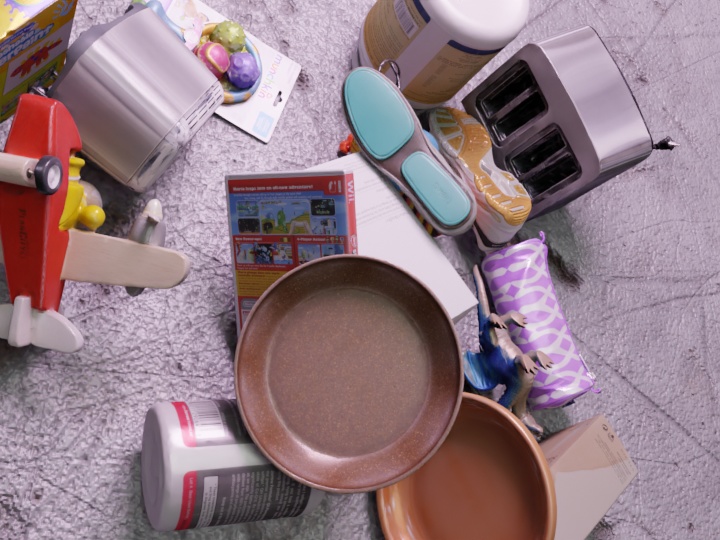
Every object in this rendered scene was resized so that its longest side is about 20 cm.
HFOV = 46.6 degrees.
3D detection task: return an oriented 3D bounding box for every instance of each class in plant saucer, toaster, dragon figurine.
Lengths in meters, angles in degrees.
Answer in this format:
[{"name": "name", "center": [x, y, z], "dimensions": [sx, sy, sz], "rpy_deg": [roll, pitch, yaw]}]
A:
[{"name": "plant saucer", "center": [-0.010, 0.089, 0.728], "dimensions": [0.197, 0.037, 0.203], "rpy_deg": [0, 83, -3]}, {"name": "toaster", "center": [-0.216, -0.163, 0.797], "dimensions": [0.129, 0.114, 0.201], "rpy_deg": [41, 26, -14]}, {"name": "dragon figurine", "center": [0.148, 0.098, 0.935], "dimensions": [0.058, 0.100, 0.201], "rpy_deg": [-11, 61, -46]}, {"name": "toaster", "center": [0.239, -0.175, 1.006], "dimensions": [0.118, 0.200, 0.183], "rpy_deg": [-24, 85, -35]}, {"name": "plant saucer", "center": [0.101, 0.218, 0.800], "dimensions": [0.037, 0.199, 0.203], "rpy_deg": [8, 68, -49]}]

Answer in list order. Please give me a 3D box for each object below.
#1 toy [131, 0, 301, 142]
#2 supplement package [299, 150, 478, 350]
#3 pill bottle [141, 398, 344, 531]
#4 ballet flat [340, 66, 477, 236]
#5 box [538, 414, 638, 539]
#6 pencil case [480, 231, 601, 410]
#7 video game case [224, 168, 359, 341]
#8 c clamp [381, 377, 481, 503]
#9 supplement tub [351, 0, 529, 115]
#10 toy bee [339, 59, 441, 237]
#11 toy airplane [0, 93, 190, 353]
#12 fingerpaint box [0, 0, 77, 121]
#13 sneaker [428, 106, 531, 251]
[{"name": "toy", "center": [-0.162, -0.242, 0.915], "dimensions": [0.198, 0.047, 0.116], "rpy_deg": [28, 65, -15]}, {"name": "supplement package", "center": [0.000, 0.000, 0.846], "dimensions": [0.116, 0.117, 0.201], "rpy_deg": [-24, 74, -44]}, {"name": "pill bottle", "center": [-0.095, 0.173, 0.773], "dimensions": [0.198, 0.111, 0.112], "rpy_deg": [1, 73, -26]}, {"name": "ballet flat", "center": [0.046, -0.117, 0.858], "dimensions": [0.067, 0.064, 0.201], "rpy_deg": [-36, 84, 0]}, {"name": "box", "center": [0.201, 0.241, 0.882], "dimensions": [0.199, 0.095, 0.078], "rpy_deg": [-26, 83, -46]}, {"name": "pencil case", "center": [0.208, 0.064, 0.973], "dimensions": [0.084, 0.085, 0.202], "rpy_deg": [2, 67, -68]}, {"name": "video game case", "center": [-0.063, 0.007, 0.795], "dimensions": [0.017, 0.141, 0.203], "rpy_deg": [-18, 107, -57]}, {"name": "c clamp", "center": [0.059, 0.145, 0.913], "dimensions": [0.171, 0.027, 0.200], "rpy_deg": [51, 57, -9]}, {"name": "supplement tub", "center": [0.083, -0.276, 0.959], "dimensions": [0.143, 0.200, 0.146], "rpy_deg": [9, 69, -24]}, {"name": "toy bee", "center": [0.035, -0.133, 0.959], "dimensions": [0.130, 0.108, 0.203], "rpy_deg": [-20, 104, -46]}, {"name": "toy airplane", "center": [-0.271, -0.030, 0.738], "dimensions": [0.201, 0.198, 0.141], "rpy_deg": [51, 23, -12]}, {"name": "fingerpaint box", "center": [-0.350, -0.181, 0.732], "dimensions": [0.073, 0.167, 0.200], "rpy_deg": [43, 61, -7]}, {"name": "sneaker", "center": [0.125, -0.109, 1.003], "dimensions": [0.075, 0.088, 0.201], "rpy_deg": [-7, 53, -24]}]
